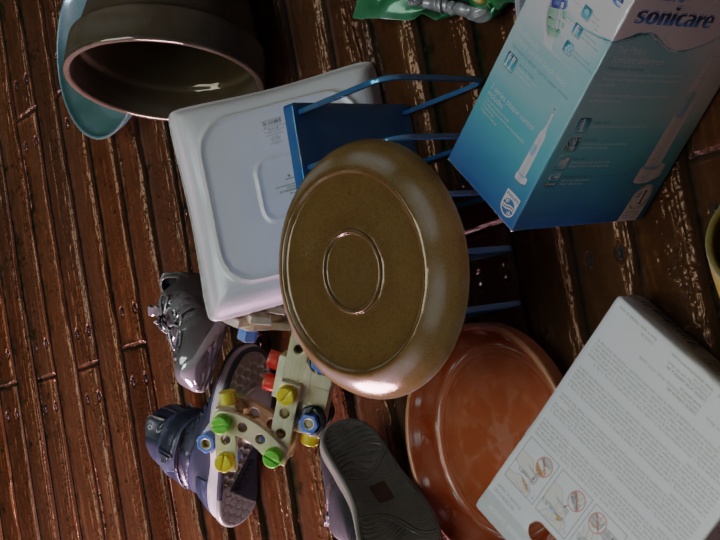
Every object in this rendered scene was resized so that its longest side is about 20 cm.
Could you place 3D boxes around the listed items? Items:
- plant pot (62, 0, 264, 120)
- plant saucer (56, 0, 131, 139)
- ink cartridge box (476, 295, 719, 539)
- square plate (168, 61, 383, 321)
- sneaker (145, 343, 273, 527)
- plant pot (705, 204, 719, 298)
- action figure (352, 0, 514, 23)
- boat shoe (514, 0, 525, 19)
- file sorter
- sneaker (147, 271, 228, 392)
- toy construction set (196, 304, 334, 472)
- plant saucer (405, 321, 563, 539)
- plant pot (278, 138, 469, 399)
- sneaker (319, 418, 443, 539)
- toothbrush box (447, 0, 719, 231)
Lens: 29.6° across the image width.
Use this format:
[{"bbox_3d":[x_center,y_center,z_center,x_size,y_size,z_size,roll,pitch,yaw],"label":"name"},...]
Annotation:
[{"bbox_3d":[-0.187,-0.266,1.356,0.199,0.198,0.176,-15,66,50],"label":"plant pot"},{"bbox_3d":[-0.294,-0.255,1.587,0.199,0.036,0.203,8,100,50],"label":"plant saucer"},{"bbox_3d":[0.195,0.144,0.984,0.163,0.057,0.202,46,116,37],"label":"ink cartridge box"},{"bbox_3d":[-0.063,-0.074,1.223,0.028,0.197,0.201,56,-159,-80],"label":"square plate"},{"bbox_3d":[-0.165,0.149,1.443,0.146,0.076,0.205,32,119,42],"label":"sneaker"},{"bbox_3d":[0.307,0.034,0.781,0.199,0.199,0.144,20,135,48],"label":"plant pot"},{"bbox_3d":[0.065,-0.251,1.133,0.199,0.054,0.120,25,111,43],"label":"action figure"},{"bbox_3d":[0.139,-0.237,1.029,0.062,0.071,0.203,54,-142,-81],"label":"boat shoe"},{"bbox_3d":[0.040,-0.051,1.120,0.122,0.138,0.203,-14,84,47],"label":"file sorter"},{"bbox_3d":[-0.178,0.060,1.373,0.200,0.081,0.076,-101,27,-69],"label":"sneaker"},{"bbox_3d":[-0.087,0.103,1.297,0.129,0.092,0.202,15,119,11],"label":"toy construction set"},{"bbox_3d":[0.113,0.143,1.134,0.199,0.032,0.204,10,103,50],"label":"plant saucer"},{"bbox_3d":[0.000,0.000,1.052,0.198,0.027,0.203,5,97,45],"label":"plant pot"},{"bbox_3d":[0.020,0.237,1.212,0.201,0.074,0.107,-117,20,-44],"label":"sneaker"},{"bbox_3d":[0.171,-0.134,0.938,0.086,0.145,0.201,51,131,33],"label":"toothbrush box"}]
